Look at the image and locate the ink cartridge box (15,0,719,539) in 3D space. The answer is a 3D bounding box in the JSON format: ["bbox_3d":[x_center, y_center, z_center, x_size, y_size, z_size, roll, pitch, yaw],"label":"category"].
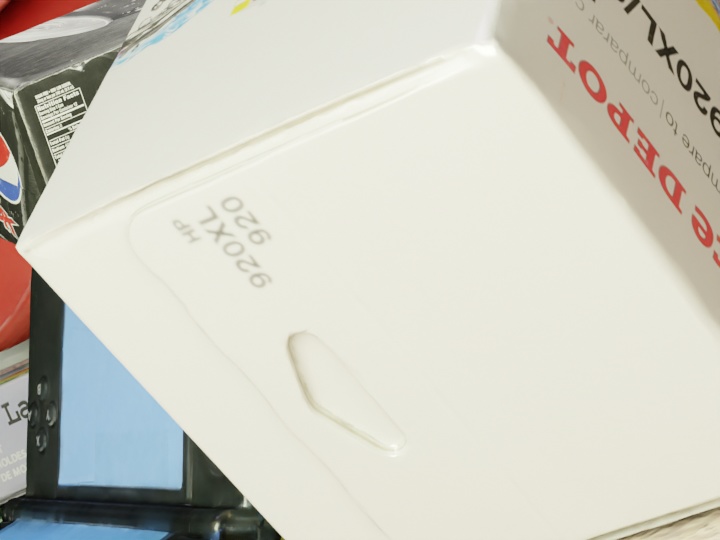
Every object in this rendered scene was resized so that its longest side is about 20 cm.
[{"bbox_3d":[0.034,-0.041,0.561,0.144,0.147,0.200,-23,32,33],"label":"ink cartridge box"}]

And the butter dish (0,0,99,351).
[{"bbox_3d":[-0.131,-0.041,0.911,0.200,0.148,0.200,-50,6,47],"label":"butter dish"}]

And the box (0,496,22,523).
[{"bbox_3d":[-0.110,0.098,0.920,0.199,0.036,0.144,-26,4,-19],"label":"box"}]

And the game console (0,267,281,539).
[{"bbox_3d":[-0.120,0.061,0.725,0.118,0.172,0.200,3,-6,-30],"label":"game console"}]

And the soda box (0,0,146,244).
[{"bbox_3d":[-0.031,-0.072,0.694,0.199,0.064,0.071,-26,23,-25],"label":"soda box"}]

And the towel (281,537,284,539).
[{"bbox_3d":[-0.008,0.075,0.738,0.199,0.018,0.086,-22,3,23],"label":"towel"}]

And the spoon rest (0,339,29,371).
[{"bbox_3d":[-0.200,0.029,0.986,0.200,0.061,0.099,-26,3,-43],"label":"spoon rest"}]

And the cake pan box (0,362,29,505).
[{"bbox_3d":[-0.143,0.066,0.944,0.199,0.052,0.184,-24,1,-16],"label":"cake pan box"}]
